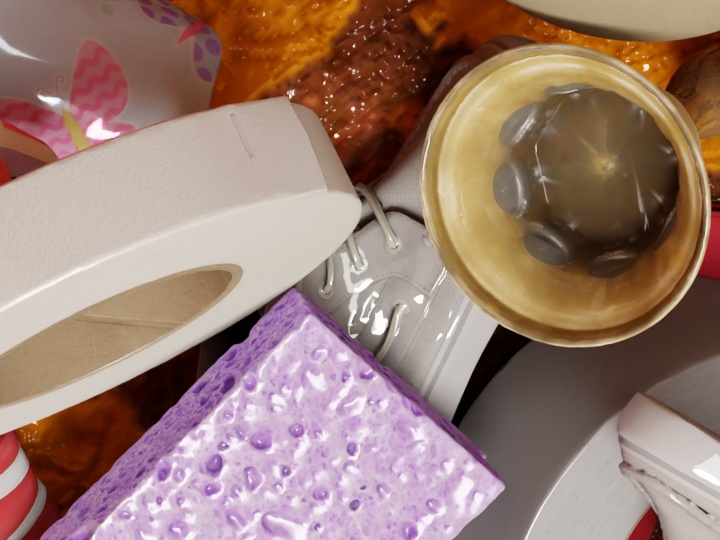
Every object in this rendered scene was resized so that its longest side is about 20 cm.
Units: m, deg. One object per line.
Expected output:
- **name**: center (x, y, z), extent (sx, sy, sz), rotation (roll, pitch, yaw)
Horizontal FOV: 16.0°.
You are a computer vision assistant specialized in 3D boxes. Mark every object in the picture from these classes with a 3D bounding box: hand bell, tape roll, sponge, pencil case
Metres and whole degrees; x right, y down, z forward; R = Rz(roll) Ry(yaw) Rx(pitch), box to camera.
- **hand bell**: center (0.109, -0.052, 0.932), extent (0.104, 0.200, 0.104), rotation (8, 110, 24)
- **tape roll**: center (0.125, 0.106, 1.035), extent (0.200, 0.066, 0.200), rotation (-15, 120, -27)
- **tape roll**: center (-0.094, 0.007, 0.848), extent (0.203, 0.203, 0.037), rotation (-24, 80, -9)
- **sponge**: center (-0.054, 0.111, 0.941), extent (0.200, 0.030, 0.112), rotation (-44, 118, 3)
- **pencil case**: center (-0.147, -0.081, 0.864), extent (0.200, 0.083, 0.091), rotation (22, 120, -26)

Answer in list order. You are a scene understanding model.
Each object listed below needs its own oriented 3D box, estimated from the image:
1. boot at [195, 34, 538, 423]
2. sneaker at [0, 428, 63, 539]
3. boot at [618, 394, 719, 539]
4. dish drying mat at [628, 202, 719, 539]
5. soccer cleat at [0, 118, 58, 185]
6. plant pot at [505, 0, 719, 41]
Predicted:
- **boot**: center (0.000, 0.000, 0.958), extent (0.095, 0.074, 0.200), rotation (11, 107, -27)
- **sneaker**: center (-0.204, 0.119, 0.936), extent (0.200, 0.071, 0.113), rotation (-25, 123, -17)
- **boot**: center (0.140, 0.126, 0.955), extent (0.200, 0.074, 0.096), rotation (37, 87, -41)
- **dish drying mat**: center (0.100, 0.064, 1.056), extent (0.077, 0.018, 0.200), rotation (5, 109, -26)
- **soccer cleat**: center (-0.183, 0.004, 0.861), extent (0.076, 0.067, 0.200), rotation (10, 146, -45)
- **plant pot**: center (0.098, -0.156, 0.878), extent (0.200, 0.200, 0.134), rotation (-26, 153, -8)
